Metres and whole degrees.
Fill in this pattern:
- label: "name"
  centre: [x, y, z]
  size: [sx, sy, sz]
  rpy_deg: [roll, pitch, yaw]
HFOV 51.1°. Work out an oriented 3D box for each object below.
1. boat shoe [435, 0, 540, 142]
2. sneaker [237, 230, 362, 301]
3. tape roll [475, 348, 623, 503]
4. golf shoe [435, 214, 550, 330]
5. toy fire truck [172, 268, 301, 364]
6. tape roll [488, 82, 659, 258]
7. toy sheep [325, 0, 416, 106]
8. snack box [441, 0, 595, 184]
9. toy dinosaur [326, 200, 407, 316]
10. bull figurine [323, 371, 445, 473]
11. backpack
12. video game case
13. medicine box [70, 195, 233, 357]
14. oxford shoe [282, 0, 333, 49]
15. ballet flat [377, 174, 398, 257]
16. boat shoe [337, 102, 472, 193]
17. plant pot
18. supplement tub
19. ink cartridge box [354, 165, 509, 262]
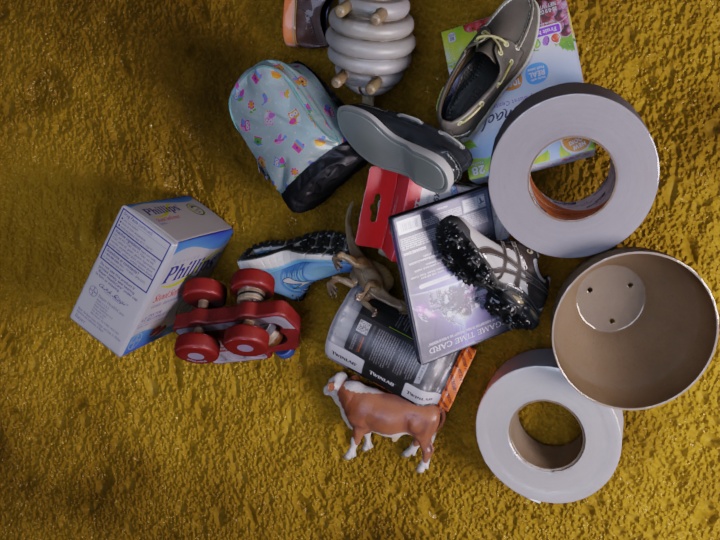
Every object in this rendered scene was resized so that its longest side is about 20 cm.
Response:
- label: "boat shoe"
  centre: [0.159, -0.257, 0.935]
  size: [0.071, 0.060, 0.204]
  rpy_deg: [32, 95, 19]
- label: "sneaker"
  centre: [-0.084, -0.002, 1.141]
  size: [0.196, 0.079, 0.091]
  rpy_deg: [-5, 117, 21]
- label: "tape roll"
  centre: [0.262, 0.216, 1.051]
  size: [0.198, 0.071, 0.207]
  rpy_deg: [6, 107, 20]
- label: "golf shoe"
  centre: [0.172, -0.014, 0.963]
  size: [0.200, 0.077, 0.095]
  rpy_deg: [47, 69, -28]
- label: "toy fire truck"
  centre: [-0.176, 0.090, 1.136]
  size: [0.196, 0.168, 0.114]
  rpy_deg: [-9, 60, 19]
- label: "tape roll"
  centre: [0.256, -0.121, 0.918]
  size: [0.196, 0.066, 0.204]
  rpy_deg: [6, 116, 11]
- label: "toy sheep"
  centre: [0.012, -0.306, 1.014]
  size: [0.135, 0.138, 0.203]
  rpy_deg: [18, 125, 13]
- label: "snack box"
  centre: [0.208, -0.232, 0.991]
  size: [0.165, 0.068, 0.204]
  rpy_deg: [-12, 88, 18]
- label: "toy dinosaur"
  centre: [0.000, 0.000, 1.056]
  size: [0.202, 0.100, 0.058]
  rpy_deg: [56, 135, 22]
- label: "bull figurine"
  centre: [0.029, 0.225, 1.138]
  size: [0.196, 0.065, 0.124]
  rpy_deg: [8, 106, 18]
- label: "backpack"
  centre: [-0.091, -0.203, 1.068]
  size: [0.166, 0.126, 0.202]
  rpy_deg: [-35, 85, 22]
- label: "video game case"
  centre: [0.120, 0.007, 0.987]
  size: [0.140, 0.019, 0.204]
  rpy_deg: [-18, 109, -17]
- label: "medicine box"
  centre: [-0.310, 0.002, 1.139]
  size: [0.102, 0.182, 0.202]
  rpy_deg: [35, 108, 8]
- label: "oxford shoe"
  centre: [-0.062, -0.416, 1.056]
  size: [0.071, 0.071, 0.204]
  rpy_deg: [11, 112, 12]
- label: "ballet flat"
  centre: [0.054, -0.112, 1.073]
  size: [0.061, 0.067, 0.205]
  rpy_deg: [10, 102, 24]
- label: "boat shoe"
  centre: [0.054, -0.166, 0.967]
  size: [0.199, 0.060, 0.076]
  rpy_deg: [37, 149, 26]
- label: "plant pot"
  centre: [0.337, 0.057, 0.970]
  size: [0.196, 0.135, 0.205]
  rpy_deg: [2, 106, 6]
- label: "supplement tub"
  centre: [0.058, 0.112, 1.079]
  size: [0.197, 0.122, 0.124]
  rpy_deg: [27, 106, 11]
- label: "ink cartridge box"
  centre: [0.101, -0.065, 1.022]
  size: [0.196, 0.067, 0.119]
  rpy_deg: [9, 103, -13]
